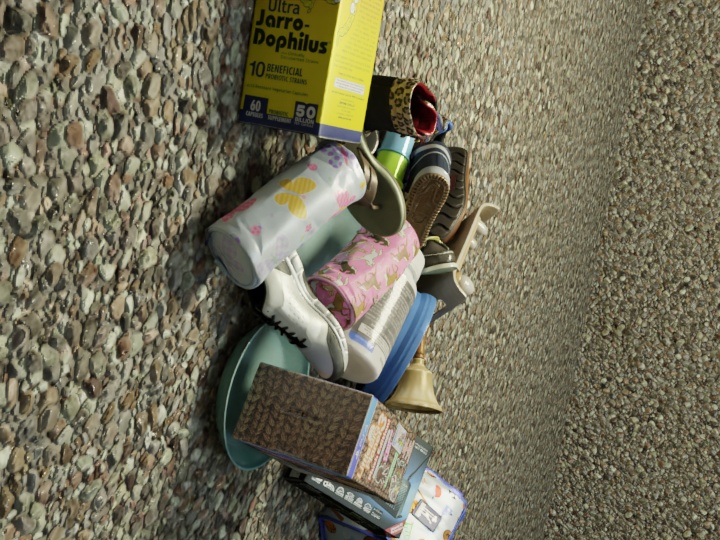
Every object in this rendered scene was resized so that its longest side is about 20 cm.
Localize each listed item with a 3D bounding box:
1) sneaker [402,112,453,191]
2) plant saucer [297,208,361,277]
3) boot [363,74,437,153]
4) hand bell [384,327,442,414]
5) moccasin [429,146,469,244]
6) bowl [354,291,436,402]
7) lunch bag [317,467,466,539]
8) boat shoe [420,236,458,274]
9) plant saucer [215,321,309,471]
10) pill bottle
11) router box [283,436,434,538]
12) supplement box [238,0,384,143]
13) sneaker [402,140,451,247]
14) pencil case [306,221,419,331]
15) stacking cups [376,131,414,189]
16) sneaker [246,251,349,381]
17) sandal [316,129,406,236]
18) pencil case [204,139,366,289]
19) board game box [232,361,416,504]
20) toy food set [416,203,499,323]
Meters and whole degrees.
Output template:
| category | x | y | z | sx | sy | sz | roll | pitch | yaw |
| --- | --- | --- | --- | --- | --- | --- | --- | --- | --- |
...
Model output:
| category | x | y | z | sx | sy | sz | roll | pitch | yaw |
| --- | --- | --- | --- | --- | --- | --- | --- | --- | --- |
| sneaker | 0.098 | -0.156 | 1.450 | 0.075 | 0.077 | 0.203 | -24 | 124 | -59 |
| plant saucer | -0.056 | -0.044 | 1.220 | 0.201 | 0.038 | 0.204 | -42 | 138 | -53 |
| boot | 0.026 | -0.196 | 1.184 | 0.074 | 0.149 | 0.200 | -68 | 154 | -18 |
| hand bell | 0.103 | 0.146 | 1.636 | 0.104 | 0.103 | 0.203 | 40 | 53 | -63 |
| moccasin | 0.147 | -0.120 | 1.573 | 0.078 | 0.072 | 0.203 | 86 | 9 | -50 |
| bowl | 0.051 | 0.120 | 1.427 | 0.202 | 0.039 | 0.201 | -60 | -177 | 6 |
| lunch bag | 0.055 | 0.403 | 1.494 | 0.170 | 0.198 | 0.125 | -48 | 144 | -44 |
| boat shoe | 0.102 | -0.024 | 1.457 | 0.201 | 0.071 | 0.062 | 175 | -88 | -77 |
| plant saucer | -0.128 | 0.149 | 1.165 | 0.200 | 0.036 | 0.203 | -41 | 137 | -52 |
| pill bottle | 0.014 | 0.049 | 1.328 | 0.201 | 0.112 | 0.114 | -62 | 152 | -28 |
| router box | 0.002 | 0.285 | 1.367 | 0.199 | 0.062 | 0.151 | 37 | 63 | -26 |
| supplement box | -0.052 | -0.255 | 1.037 | 0.109 | 0.107 | 0.203 | -7 | 108 | -64 |
| sneaker | 0.082 | -0.108 | 1.403 | 0.201 | 0.069 | 0.109 | 123 | -18 | -44 |
| pencil case | 0.000 | 0.000 | 1.208 | 0.083 | 0.086 | 0.200 | 59 | 41 | -14 |
| stacking cups | 0.053 | -0.183 | 1.374 | 0.061 | 0.060 | 0.202 | 56 | 48 | -58 |
| sneaker | -0.088 | 0.053 | 1.106 | 0.080 | 0.073 | 0.201 | -39 | 101 | -39 |
| sandal | -0.013 | -0.122 | 1.142 | 0.202 | 0.079 | 0.058 | 59 | 34 | -23 |
| pencil case | -0.082 | -0.065 | 1.049 | 0.200 | 0.083 | 0.091 | -42 | 171 | -27 |
| board game box | -0.038 | 0.208 | 1.156 | 0.098 | 0.157 | 0.200 | -69 | 155 | -16 |
| toy food set | 0.161 | -0.007 | 1.540 | 0.143 | 0.060 | 0.201 | -41 | -162 | 52 |
